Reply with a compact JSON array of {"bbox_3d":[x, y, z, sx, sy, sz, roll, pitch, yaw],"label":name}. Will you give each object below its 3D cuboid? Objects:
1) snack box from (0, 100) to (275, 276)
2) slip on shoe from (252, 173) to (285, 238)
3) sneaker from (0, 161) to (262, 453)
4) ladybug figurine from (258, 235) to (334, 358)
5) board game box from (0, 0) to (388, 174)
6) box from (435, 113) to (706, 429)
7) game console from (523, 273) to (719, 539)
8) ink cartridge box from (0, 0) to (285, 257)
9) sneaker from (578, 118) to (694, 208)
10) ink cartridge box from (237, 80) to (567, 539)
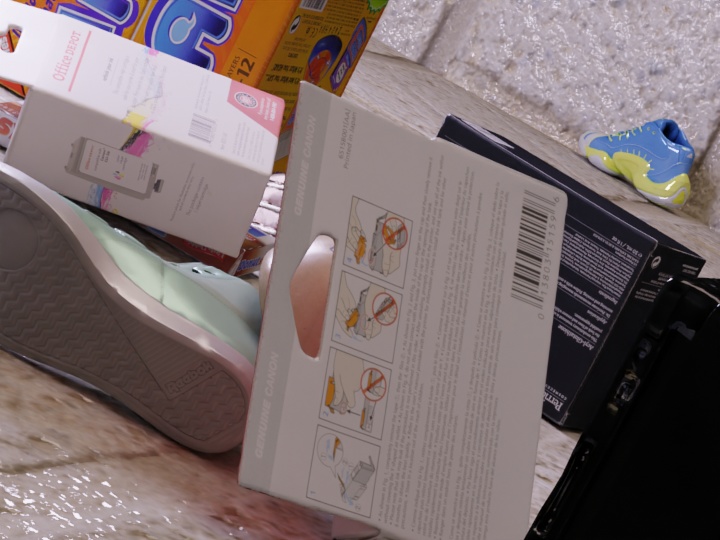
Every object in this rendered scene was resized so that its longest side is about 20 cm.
[{"bbox_3d":[-0.151,-0.055,1.729,0.200,0.024,0.072,30,13,13],"label":"snack box"},{"bbox_3d":[0.000,0.000,1.777,0.199,0.076,0.061,24,-33,27],"label":"slip on shoe"},{"bbox_3d":[-0.124,0.009,1.317,0.200,0.074,0.118,38,17,1],"label":"sneaker"},{"bbox_3d":[0.017,0.047,1.357,0.200,0.072,0.136,44,22,-56],"label":"ladybug figurine"},{"bbox_3d":[-0.122,-0.187,1.977,0.199,0.200,0.200,29,10,15],"label":"board game box"},{"bbox_3d":[0.116,0.002,1.824,0.200,0.142,0.079,35,10,35],"label":"box"},{"bbox_3d":[0.138,0.115,1.118,0.116,0.201,0.176,32,10,18],"label":"game console"},{"bbox_3d":[-0.155,-0.093,1.678,0.199,0.068,0.117,21,28,-7],"label":"ink cartridge box"},{"bbox_3d":[0.374,-0.164,3.488,0.076,0.105,0.200,6,22,-44],"label":"sneaker"},{"bbox_3d":[0.014,0.033,1.251,0.173,0.201,0.043,21,-22,-33],"label":"ink cartridge box"}]
